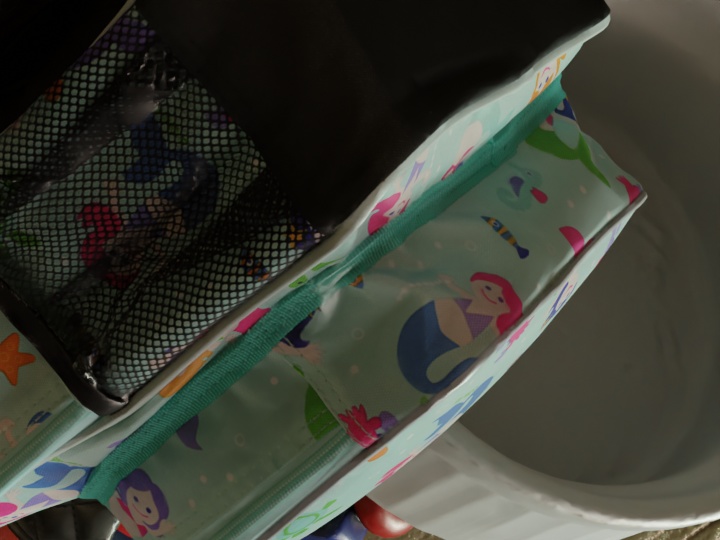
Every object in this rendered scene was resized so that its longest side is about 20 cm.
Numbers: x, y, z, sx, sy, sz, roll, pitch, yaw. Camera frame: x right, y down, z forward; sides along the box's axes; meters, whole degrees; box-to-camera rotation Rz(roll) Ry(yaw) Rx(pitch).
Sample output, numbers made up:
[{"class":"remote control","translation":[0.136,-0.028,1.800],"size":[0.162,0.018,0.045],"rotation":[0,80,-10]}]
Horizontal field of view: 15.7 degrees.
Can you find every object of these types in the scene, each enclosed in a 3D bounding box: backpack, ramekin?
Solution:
[{"class":"backpack","translation":[-0.039,-0.009,0.651],"size":[0.200,0.151,0.178],"rotation":[-32,-177,30]},{"class":"ramekin","translation":[0.062,-0.003,0.862],"size":[0.200,0.201,0.098],"rotation":[-37,179,-29]}]

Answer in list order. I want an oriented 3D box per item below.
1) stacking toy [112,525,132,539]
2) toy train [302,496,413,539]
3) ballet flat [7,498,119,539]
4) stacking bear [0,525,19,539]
[{"class":"stacking toy","translation":[-0.075,0.036,1.065],"size":[0.116,0.110,0.200],"rotation":[-8,151,-4]},{"class":"toy train","translation":[0.000,0.000,1.026],"size":[0.084,0.116,0.200],"rotation":[7,-122,41]},{"class":"ballet flat","translation":[-0.046,0.030,0.916],"size":[0.200,0.057,0.066],"rotation":[-40,-179,-19]},{"class":"stacking bear","translation":[-0.176,0.110,0.997],"size":[0.121,0.114,0.200],"rotation":[-46,-167,-15]}]
